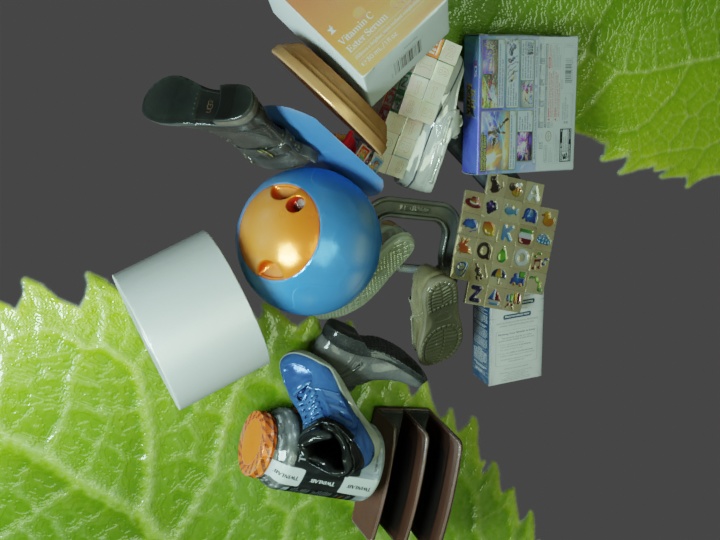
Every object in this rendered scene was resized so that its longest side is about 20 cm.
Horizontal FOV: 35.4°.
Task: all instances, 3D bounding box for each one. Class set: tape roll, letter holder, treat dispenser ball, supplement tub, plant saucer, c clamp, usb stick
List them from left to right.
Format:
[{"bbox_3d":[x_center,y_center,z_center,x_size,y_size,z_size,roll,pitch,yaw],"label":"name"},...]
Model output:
[{"bbox_3d":[-0.225,0.065,1.504,0.138,0.203,0.204,-28,116,-12],"label":"tape roll"},{"bbox_3d":[-0.070,-0.040,1.535,0.199,0.201,0.203,-8,110,-21],"label":"treat dispenser ball"},{"bbox_3d":[-0.074,0.273,1.684,0.199,0.122,0.123,14,102,-27],"label":"supplement tub"},{"bbox_3d":[-0.033,-0.232,1.486,0.037,0.200,0.200,-46,119,4],"label":"plant saucer"},{"bbox_3d":[0.073,0.333,1.757,0.100,0.142,0.202,5,106,-25],"label":"letter holder"},{"bbox_3d":[0.079,-0.025,1.704,0.199,0.027,0.172,11,103,-27],"label":"c clamp"},{"bbox_3d":[0.170,-0.178,1.689,0.056,0.033,0.200,-48,119,-3],"label":"usb stick"}]

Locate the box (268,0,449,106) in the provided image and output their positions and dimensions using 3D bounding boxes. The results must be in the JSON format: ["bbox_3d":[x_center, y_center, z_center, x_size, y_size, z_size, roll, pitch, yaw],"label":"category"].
[{"bbox_3d":[-0.006,-0.344,1.458,0.152,0.106,0.200,-44,78,-4],"label":"box"}]

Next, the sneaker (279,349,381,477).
[{"bbox_3d":[-0.061,0.204,1.594,0.077,0.111,0.200,-41,82,26],"label":"sneaker"}]

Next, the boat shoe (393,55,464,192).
[{"bbox_3d":[0.112,-0.207,1.601,0.065,0.072,0.202,18,96,-18],"label":"boat shoe"}]

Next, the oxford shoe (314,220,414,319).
[{"bbox_3d":[0.000,0.000,1.646,0.075,0.058,0.200,12,131,-48],"label":"oxford shoe"}]

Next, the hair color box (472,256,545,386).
[{"bbox_3d":[0.234,0.074,1.785,0.099,0.060,0.202,-9,110,-21],"label":"hair color box"}]

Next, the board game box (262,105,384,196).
[{"bbox_3d":[-0.048,-0.175,1.534,0.200,0.158,0.039,40,72,-28],"label":"board game box"}]

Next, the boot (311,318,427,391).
[{"bbox_3d":[-0.006,0.164,1.717,0.199,0.070,0.132,27,104,-23],"label":"boot"}]

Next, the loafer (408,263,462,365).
[{"bbox_3d":[0.113,0.065,1.714,0.075,0.068,0.201,-13,137,-15],"label":"loafer"}]

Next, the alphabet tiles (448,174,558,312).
[{"bbox_3d":[0.219,-0.042,1.712,0.165,0.006,0.202,10,92,-22],"label":"alphabet tiles"}]

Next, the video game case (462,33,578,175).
[{"bbox_3d":[0.236,-0.246,1.667,0.180,0.045,0.202,-5,102,-29],"label":"video game case"}]

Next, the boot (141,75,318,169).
[{"bbox_3d":[-0.174,-0.184,1.499,0.174,0.199,0.070,41,63,-59],"label":"boot"}]

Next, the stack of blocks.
[{"bbox_3d":[0.058,-0.235,1.575,0.058,0.115,0.201,16,101,-27],"label":"stack of blocks"}]
